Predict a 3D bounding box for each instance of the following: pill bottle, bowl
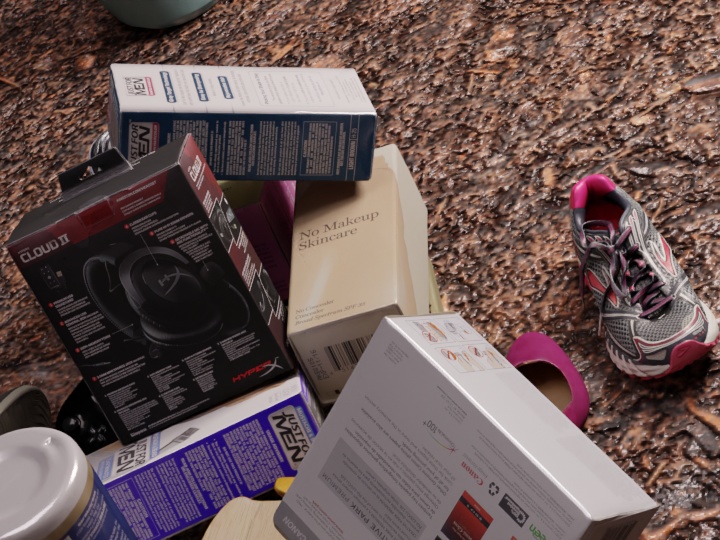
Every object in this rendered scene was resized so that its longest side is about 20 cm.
[{"bbox_3d":[-0.200,0.213,1.437,0.110,0.201,0.111,-16,37,13],"label":"pill bottle"},{"bbox_3d":[-0.204,-0.327,2.180,0.200,0.105,0.201,-17,37,14],"label":"bowl"}]

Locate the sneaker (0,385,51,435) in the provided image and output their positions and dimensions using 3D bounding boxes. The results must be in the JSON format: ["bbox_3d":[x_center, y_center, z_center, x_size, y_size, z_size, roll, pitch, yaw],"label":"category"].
[{"bbox_3d":[-0.337,0.165,1.683,0.106,0.075,0.200,7,49,34],"label":"sneaker"}]

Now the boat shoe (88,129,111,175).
[{"bbox_3d":[-0.184,-0.090,1.717,0.071,0.068,0.200,-30,29,-9],"label":"boat shoe"}]

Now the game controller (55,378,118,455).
[{"bbox_3d":[-0.153,0.079,1.652,0.200,0.042,0.104,-51,51,1],"label":"game controller"}]

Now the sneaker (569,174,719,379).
[{"bbox_3d":[0.198,0.007,1.551,0.080,0.075,0.200,-27,37,-1],"label":"sneaker"}]

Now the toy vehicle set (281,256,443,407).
[{"bbox_3d":[-0.030,0.056,1.671,0.199,0.027,0.125,-20,37,8],"label":"toy vehicle set"}]

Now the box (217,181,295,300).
[{"bbox_3d":[-0.132,-0.048,1.779,0.175,0.097,0.200,-16,30,16],"label":"box"}]

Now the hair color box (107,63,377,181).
[{"bbox_3d":[-0.094,-0.115,1.638,0.199,0.061,0.100,0,26,-12],"label":"hair color box"}]

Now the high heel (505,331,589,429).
[{"bbox_3d":[0.122,0.089,1.478,0.067,0.096,0.201,-20,37,9],"label":"high heel"}]

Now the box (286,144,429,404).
[{"bbox_3d":[0.000,0.000,1.631,0.094,0.078,0.201,-17,37,13],"label":"box"}]

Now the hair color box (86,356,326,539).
[{"bbox_3d":[-0.122,0.143,1.562,0.199,0.065,0.109,-24,11,1],"label":"hair color box"}]

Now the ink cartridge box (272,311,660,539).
[{"bbox_3d":[0.062,0.156,1.360,0.200,0.084,0.176,44,117,28],"label":"ink cartridge box"}]

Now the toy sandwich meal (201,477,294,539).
[{"bbox_3d":[-0.020,0.204,1.447,0.204,0.070,0.206,-17,37,13],"label":"toy sandwich meal"}]

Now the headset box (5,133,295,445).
[{"bbox_3d":[-0.156,0.006,1.559,0.148,0.201,0.077,-25,17,11],"label":"headset box"}]
